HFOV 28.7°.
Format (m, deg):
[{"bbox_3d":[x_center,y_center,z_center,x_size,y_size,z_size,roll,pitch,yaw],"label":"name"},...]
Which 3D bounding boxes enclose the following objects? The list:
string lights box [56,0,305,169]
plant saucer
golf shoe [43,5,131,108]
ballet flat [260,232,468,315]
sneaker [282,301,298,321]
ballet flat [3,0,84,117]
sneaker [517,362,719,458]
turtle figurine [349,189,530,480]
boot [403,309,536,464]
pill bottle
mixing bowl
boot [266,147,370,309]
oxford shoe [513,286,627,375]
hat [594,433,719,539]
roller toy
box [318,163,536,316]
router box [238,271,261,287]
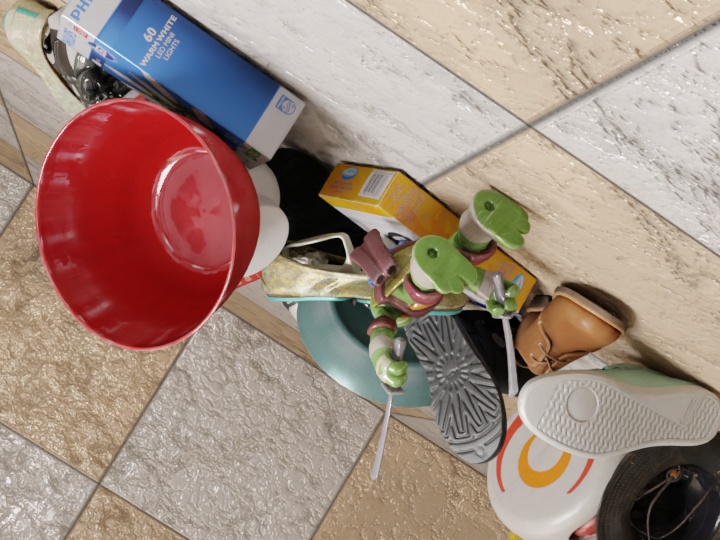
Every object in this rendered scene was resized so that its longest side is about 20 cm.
[{"bbox_3d":[-0.149,-0.166,1.158,0.199,0.059,0.103,34,172,-11],"label":"string lights box"},{"bbox_3d":[0.032,0.055,1.481,0.199,0.200,0.036,31,132,7],"label":"plant saucer"},{"bbox_3d":[-0.253,-0.200,1.347,0.095,0.078,0.200,49,170,2],"label":"golf shoe"},{"bbox_3d":[0.000,0.000,1.258,0.198,0.071,0.071,4,160,23],"label":"ballet flat"},{"bbox_3d":[-0.039,0.009,1.592,0.088,0.076,0.200,43,-163,-2],"label":"sneaker"},{"bbox_3d":[-0.292,-0.204,1.440,0.062,0.068,0.200,15,164,29],"label":"ballet flat"},{"bbox_3d":[0.209,0.120,1.260,0.199,0.075,0.118,6,-175,-23],"label":"sneaker"},{"bbox_3d":[0.077,0.038,1.116,0.142,0.202,0.194,-4,157,-16],"label":"turtle figurine"},{"bbox_3d":[0.129,0.109,1.345,0.200,0.065,0.166,21,-134,-61],"label":"boot"},{"bbox_3d":[-0.148,-0.083,1.284,0.200,0.112,0.112,48,-177,37],"label":"pill bottle"},{"bbox_3d":[-0.157,-0.044,1.151,0.199,0.202,0.108,28,-158,22],"label":"mixing bowl"},{"bbox_3d":[-0.024,-0.032,1.392,0.200,0.076,0.168,45,179,-1],"label":"boot"},{"bbox_3d":[0.180,0.061,1.235,0.071,0.072,0.200,33,170,-1],"label":"oxford shoe"},{"bbox_3d":[0.307,0.237,1.426,0.200,0.201,0.081,36,178,-25],"label":"hat"},{"bbox_3d":[0.245,0.231,1.545,0.182,0.201,0.139,-7,145,46],"label":"roller toy"},{"bbox_3d":[0.068,-0.024,1.260,0.199,0.042,0.119,34,171,-28],"label":"box"},{"bbox_3d":[-0.151,-0.038,1.468,0.180,0.198,0.049,48,-158,-62],"label":"router box"}]
